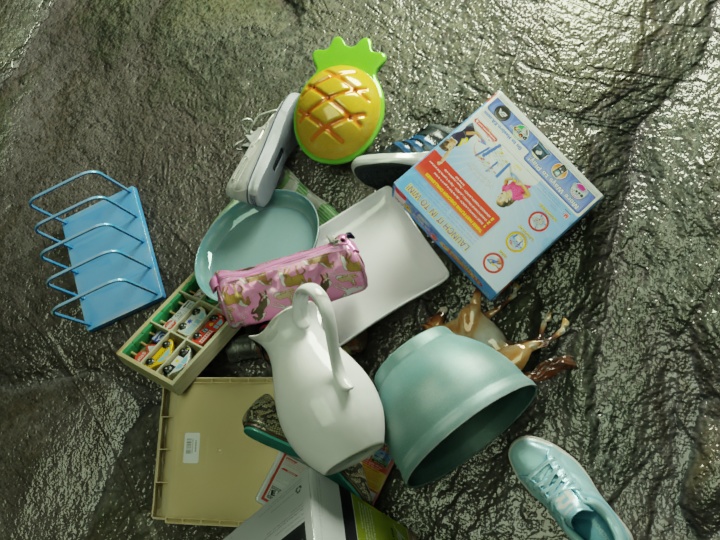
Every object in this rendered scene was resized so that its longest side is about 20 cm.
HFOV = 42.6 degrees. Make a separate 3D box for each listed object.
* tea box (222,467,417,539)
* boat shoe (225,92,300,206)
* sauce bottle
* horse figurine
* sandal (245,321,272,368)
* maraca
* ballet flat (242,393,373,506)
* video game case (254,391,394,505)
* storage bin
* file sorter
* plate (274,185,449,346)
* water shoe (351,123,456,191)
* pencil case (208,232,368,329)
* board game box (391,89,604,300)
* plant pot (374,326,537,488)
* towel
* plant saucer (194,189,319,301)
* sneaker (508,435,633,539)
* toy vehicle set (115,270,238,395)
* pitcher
[{"bbox_3d":[-0.056,0.379,1.111,0.200,0.197,0.134,-41,28,18],"label":"tea box"},{"bbox_3d":[-0.151,-0.187,1.384,0.086,0.075,0.202,13,66,18],"label":"boat shoe"},{"bbox_3d":[-0.092,0.097,1.307,0.200,0.066,0.066,-7,73,15],"label":"sauce bottle"},{"bbox_3d":[0.188,0.084,1.224,0.200,0.050,0.133,41,85,26],"label":"horse figurine"},{"bbox_3d":[-0.100,0.105,1.226,0.200,0.045,0.075,41,119,38],"label":"sandal"},{"bbox_3d":[-0.028,-0.250,1.356,0.137,0.107,0.200,7,77,13],"label":"maraca"},{"bbox_3d":[-0.053,0.222,1.174,0.200,0.068,0.075,34,60,-1],"label":"ballet flat"},{"bbox_3d":[-0.030,0.244,1.215,0.143,0.017,0.200,30,72,-5],"label":"video game case"},{"bbox_3d":[-0.176,0.252,1.279,0.198,0.094,0.200,-2,76,19],"label":"storage bin"},{"bbox_3d":[-0.410,-0.033,1.420,0.139,0.123,0.200,-24,69,11],"label":"file sorter"},{"bbox_3d":[0.000,0.000,1.274,0.200,0.032,0.200,-32,51,1],"label":"plate"},{"bbox_3d":[0.087,-0.166,1.325,0.200,0.072,0.079,-4,55,12],"label":"water shoe"},{"bbox_3d":[-0.092,0.014,1.209,0.200,0.083,0.087,-18,94,0],"label":"pencil case"},{"bbox_3d":[0.179,-0.099,1.223,0.196,0.056,0.200,-41,82,-9],"label":"board game box"},{"bbox_3d":[0.101,0.155,1.152,0.200,0.200,0.134,-39,67,5],"label":"plant pot"},{"bbox_3d":[-0.116,-0.061,1.381,0.200,0.023,0.153,41,92,23],"label":"towel"},{"bbox_3d":[-0.145,-0.030,1.327,0.200,0.027,0.200,-15,49,18],"label":"plant saucer"},{"bbox_3d":[0.257,0.277,1.130,0.074,0.082,0.200,-47,67,1],"label":"sneaker"},{"bbox_3d":[-0.240,0.077,1.327,0.124,0.027,0.200,20,57,34],"label":"toy vehicle set"},{"bbox_3d":[-0.044,0.127,1.094,0.121,0.172,0.200,-18,70,-28],"label":"pitcher"}]
